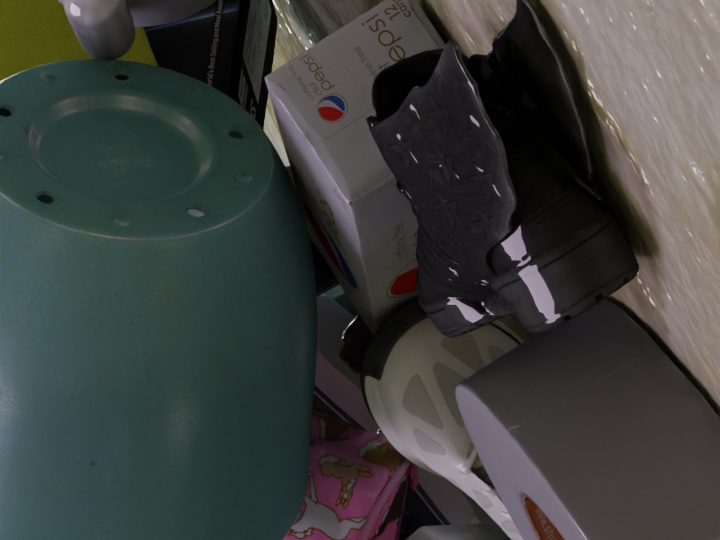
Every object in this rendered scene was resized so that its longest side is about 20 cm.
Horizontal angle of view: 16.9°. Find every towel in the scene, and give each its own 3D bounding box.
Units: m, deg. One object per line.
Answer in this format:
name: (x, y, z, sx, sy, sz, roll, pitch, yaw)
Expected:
towel: (-0.146, -0.110, 1.155, 0.018, 0.085, 0.201, 106, 148, -48)

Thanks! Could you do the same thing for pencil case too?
pencil case: (-0.071, 0.086, 1.124, 0.199, 0.083, 0.086, 21, -156, 18)

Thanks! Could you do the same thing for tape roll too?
tape roll: (0.115, 0.112, 0.923, 0.201, 0.066, 0.200, 58, 174, 10)

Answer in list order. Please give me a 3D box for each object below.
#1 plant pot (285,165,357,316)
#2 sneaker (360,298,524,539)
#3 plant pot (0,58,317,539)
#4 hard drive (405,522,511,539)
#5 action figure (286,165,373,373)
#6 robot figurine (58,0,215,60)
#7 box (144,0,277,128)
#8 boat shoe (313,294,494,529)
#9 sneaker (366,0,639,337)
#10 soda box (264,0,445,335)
plant pot: (-0.032, 0.052, 1.337, 0.134, 0.200, 0.201, 21, 146, 55)
sneaker: (0.088, 0.093, 1.056, 0.201, 0.076, 0.115, 46, 174, -35)
plant pot: (-0.107, 0.012, 1.005, 0.201, 0.199, 0.162, 53, 142, 42)
hard drive: (0.103, 0.178, 1.154, 0.132, 0.026, 0.200, 56, -159, 20)
action figure: (0.000, 0.000, 1.195, 0.130, 0.069, 0.200, 41, -170, 1)
robot figurine: (-0.098, -0.173, 1.006, 0.200, 0.112, 0.171, 83, -171, -75)
box: (-0.135, -0.070, 1.212, 0.086, 0.162, 0.202, 73, -160, -59)
boat shoe: (0.017, 0.100, 1.240, 0.200, 0.068, 0.072, 43, -152, -13)
sneaker: (0.041, -0.034, 0.843, 0.105, 0.060, 0.200, 58, 169, -7)
soda box: (0.013, -0.038, 0.996, 0.064, 0.068, 0.200, 56, 174, 17)
